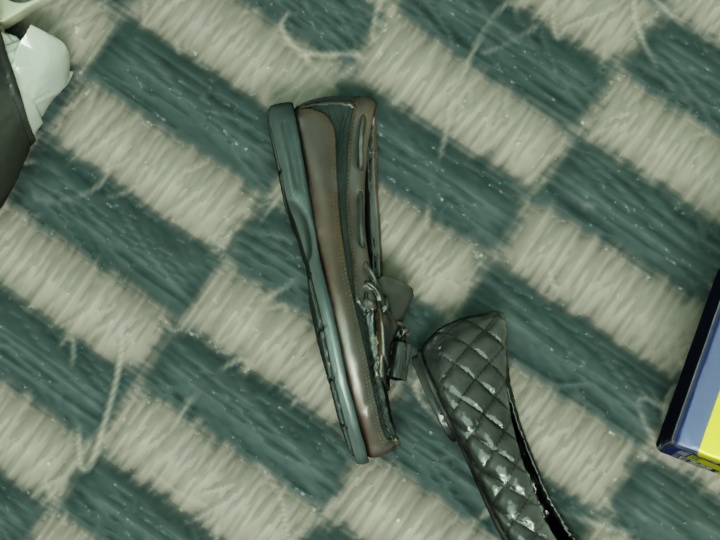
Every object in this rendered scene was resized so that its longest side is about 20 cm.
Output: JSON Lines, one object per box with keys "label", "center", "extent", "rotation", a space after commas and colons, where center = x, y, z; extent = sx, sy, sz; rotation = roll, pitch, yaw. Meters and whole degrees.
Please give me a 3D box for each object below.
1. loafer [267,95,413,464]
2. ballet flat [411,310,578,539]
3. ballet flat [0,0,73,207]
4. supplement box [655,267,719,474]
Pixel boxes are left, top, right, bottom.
{"label": "loafer", "center": [0.000, 0.000, 1.020], "extent": [0.063, 0.072, 0.200], "rotation": [-14, 80, -2]}
{"label": "ballet flat", "center": [0.093, 0.114, 0.996], "extent": [0.057, 0.066, 0.200], "rotation": [-30, 81, 6]}
{"label": "ballet flat", "center": [-0.198, -0.134, 1.055], "extent": [0.068, 0.068, 0.200], "rotation": [-12, 83, -5]}
{"label": "supplement box", "center": [0.263, 0.074, 0.965], "extent": [0.200, 0.109, 0.110], "rotation": [20, 85, 7]}
